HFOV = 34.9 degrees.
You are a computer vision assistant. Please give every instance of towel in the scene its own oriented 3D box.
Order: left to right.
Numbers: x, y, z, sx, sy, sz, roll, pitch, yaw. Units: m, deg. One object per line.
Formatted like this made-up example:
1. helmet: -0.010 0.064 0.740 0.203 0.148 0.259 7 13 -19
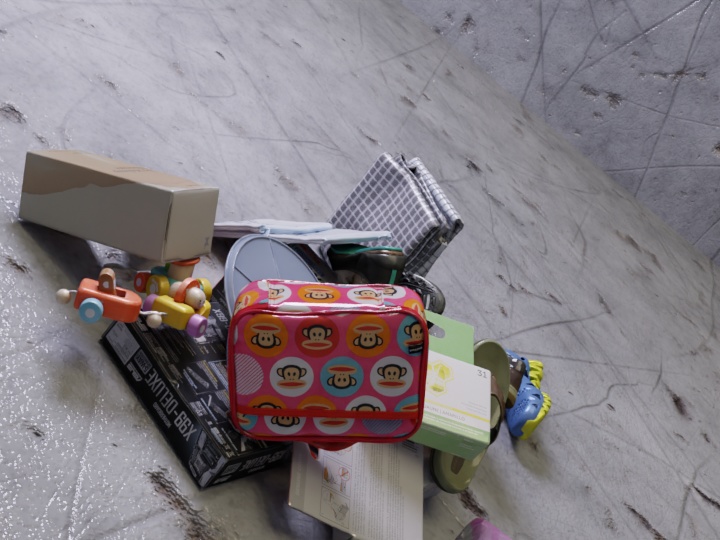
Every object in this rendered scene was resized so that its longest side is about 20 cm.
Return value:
1. towel: 0.036 -0.051 1.620 0.085 0.200 0.166 17 32 -41

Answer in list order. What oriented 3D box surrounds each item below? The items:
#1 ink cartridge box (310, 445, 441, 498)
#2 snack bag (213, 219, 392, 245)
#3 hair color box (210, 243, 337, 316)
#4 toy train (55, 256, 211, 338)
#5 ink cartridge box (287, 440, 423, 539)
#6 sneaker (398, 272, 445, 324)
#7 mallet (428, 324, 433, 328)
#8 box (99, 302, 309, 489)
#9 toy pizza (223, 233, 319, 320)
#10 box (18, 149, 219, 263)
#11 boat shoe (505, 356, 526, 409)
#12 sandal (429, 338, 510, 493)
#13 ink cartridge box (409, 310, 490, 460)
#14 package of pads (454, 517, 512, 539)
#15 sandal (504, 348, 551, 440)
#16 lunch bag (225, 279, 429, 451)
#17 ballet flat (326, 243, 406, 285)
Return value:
1. ink cartridge box: 0.012 0.201 1.343 0.162 0.050 0.200 51 22 20
2. snack bag: -0.083 -0.052 1.514 0.199 0.022 0.188 6 6 29
3. hair color box: -0.096 0.033 1.447 0.111 0.064 0.200 46 25 7
4. toy train: -0.223 0.011 1.188 0.149 0.056 0.200 17 13 -6
5. ink cartridge box: -0.010 0.209 1.241 0.176 0.045 0.201 28 41 -24
6. sneaker: 0.059 0.051 1.502 0.079 0.200 0.074 13 76 -25
7. mallet: 0.065 0.096 1.626 0.066 0.041 0.200 41 28 -8
8. box: -0.159 0.124 1.211 0.200 0.050 0.157 51 25 19
9. toy pizza: -0.093 0.055 1.297 0.200 0.032 0.201 40 36 -39
10. box: -0.261 -0.072 1.240 0.199 0.078 0.095 16 13 23
11. boat shoe: 0.156 0.138 1.531 0.072 0.066 0.201 45 -17 -19
12. sandal: 0.144 0.174 1.371 0.080 0.057 0.202 34 57 -22
13. ink cartridge box: 0.077 0.107 1.321 0.145 0.048 0.201 20 46 -14
14. package of pads: 0.182 0.378 1.270 0.200 0.076 0.121 39 27 -7
15. sandal: 0.224 0.177 1.685 0.087 0.080 0.200 33 17 -11
16. lunch bag: -0.034 0.102 1.144 0.199 0.177 0.082 1 24 -2
17. ballet flat: 0.000 0.000 1.472 0.068 0.069 0.200 4 2 -18
